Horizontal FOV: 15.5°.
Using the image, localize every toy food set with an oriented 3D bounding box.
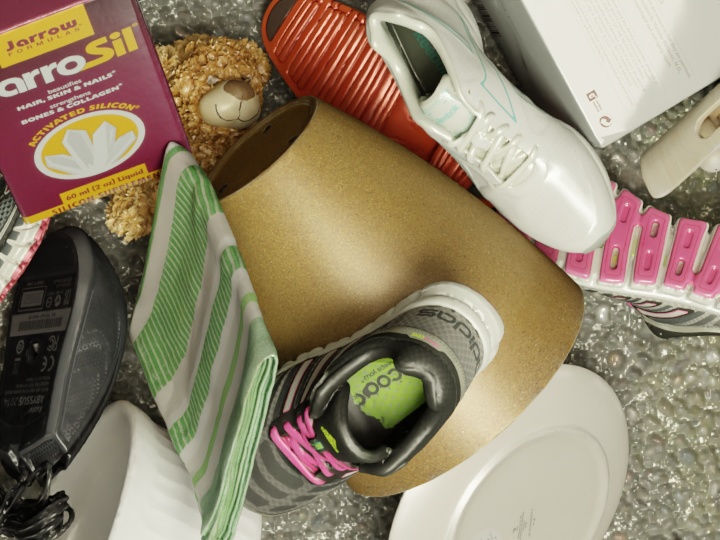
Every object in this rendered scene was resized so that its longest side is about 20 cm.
[{"bbox_3d":[0.276,-0.098,1.612,0.143,0.200,0.061,-44,69,34],"label":"toy food set"}]

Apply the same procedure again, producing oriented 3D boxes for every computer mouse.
[{"bbox_3d":[-0.186,0.074,1.615,0.053,0.138,0.201,19,79,-34],"label":"computer mouse"}]

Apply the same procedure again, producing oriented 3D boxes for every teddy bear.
[{"bbox_3d":[-0.088,-0.044,1.634,0.144,0.067,0.201,16,93,-13],"label":"teddy bear"}]

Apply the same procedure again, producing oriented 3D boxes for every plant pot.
[{"bbox_3d":[0.000,0.000,1.578,0.186,0.186,0.200,-43,109,-3],"label":"plant pot"}]

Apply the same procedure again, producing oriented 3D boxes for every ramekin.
[{"bbox_3d":[-0.141,0.189,1.585,0.097,0.200,0.201,26,91,-18],"label":"ramekin"}]

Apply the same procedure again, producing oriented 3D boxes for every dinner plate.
[{"bbox_3d":[0.099,0.153,1.650,0.200,0.024,0.201,-21,126,-31],"label":"dinner plate"}]

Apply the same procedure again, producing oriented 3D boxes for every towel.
[{"bbox_3d":[-0.093,0.041,1.506,0.023,0.200,0.153,0,129,-20],"label":"towel"}]

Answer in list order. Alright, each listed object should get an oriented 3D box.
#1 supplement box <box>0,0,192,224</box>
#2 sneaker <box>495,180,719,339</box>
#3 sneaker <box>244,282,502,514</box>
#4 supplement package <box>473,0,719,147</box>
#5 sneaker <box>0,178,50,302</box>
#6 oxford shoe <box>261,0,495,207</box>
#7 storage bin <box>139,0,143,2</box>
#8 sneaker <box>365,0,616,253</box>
[{"bbox_3d":[-0.173,-0.122,1.497,0.110,0.200,0.086,-20,62,-3],"label":"supplement box"},{"bbox_3d":[0.180,0.000,1.681,0.199,0.088,0.074,15,66,10],"label":"sneaker"},{"bbox_3d":[-0.010,0.083,1.472,0.200,0.087,0.074,-35,98,30],"label":"sneaker"},{"bbox_3d":[0.169,-0.208,1.619,0.199,0.147,0.192,-30,99,-5],"label":"supplement package"},{"bbox_3d":[-0.250,0.001,1.605,0.075,0.081,0.200,35,89,-9],"label":"sneaker"},{"bbox_3d":[0.025,-0.106,1.653,0.200,0.073,0.071,38,103,6],"label":"oxford shoe"},{"bbox_3d":[-0.227,-0.204,1.582,0.199,0.094,0.136,-17,98,-7],"label":"storage bin"},{"bbox_3d":[0.070,-0.085,1.563,0.070,0.080,0.200,-44,85,22],"label":"sneaker"}]
